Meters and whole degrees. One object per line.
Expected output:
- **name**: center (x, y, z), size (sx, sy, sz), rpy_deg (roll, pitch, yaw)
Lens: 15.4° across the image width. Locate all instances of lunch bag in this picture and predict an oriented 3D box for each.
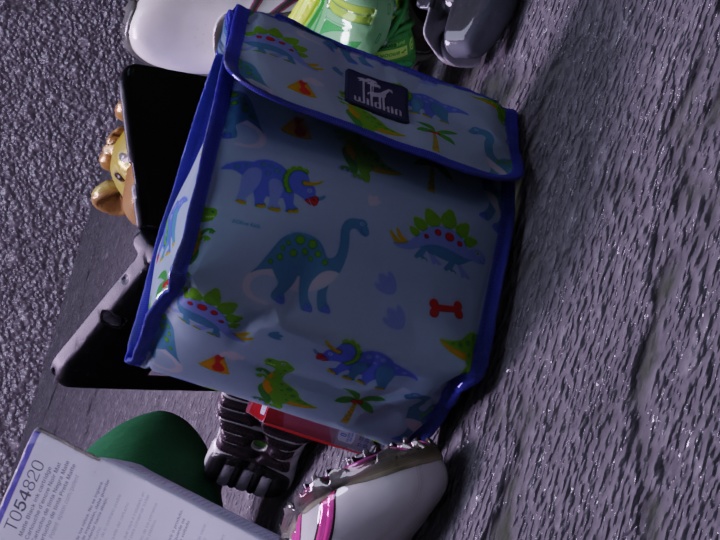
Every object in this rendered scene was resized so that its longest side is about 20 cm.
- **lunch bag**: center (-0.011, -0.031, 1.368), size (0.128, 0.170, 0.200), rpy_deg (124, 163, -54)

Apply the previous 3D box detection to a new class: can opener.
- **can opener**: center (0.083, -0.210, 1.549), size (0.066, 0.053, 0.201), rpy_deg (2, 72, 42)

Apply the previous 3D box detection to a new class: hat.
- **hat**: center (-0.112, 0.106, 1.744), size (0.200, 0.166, 0.176), rpy_deg (8, 63, 58)

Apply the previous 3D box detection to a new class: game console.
- **game console**: center (-0.111, -0.021, 1.698), size (0.176, 0.200, 0.116), rpy_deg (-49, 62, 22)

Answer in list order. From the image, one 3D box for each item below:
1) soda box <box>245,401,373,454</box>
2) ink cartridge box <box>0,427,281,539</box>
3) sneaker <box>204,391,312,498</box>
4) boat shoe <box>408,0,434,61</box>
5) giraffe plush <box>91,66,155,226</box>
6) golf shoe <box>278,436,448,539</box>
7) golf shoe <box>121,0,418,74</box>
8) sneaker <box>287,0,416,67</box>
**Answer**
- **soda box**: center (0.000, 0.000, 1.520), size (0.063, 0.070, 0.201), rpy_deg (-166, 94, -78)
- **ink cartridge box**: center (-0.132, 0.215, 1.481), size (0.200, 0.200, 0.041), rpy_deg (-66, -21, 2)
- **sneaker**: center (-0.047, 0.055, 1.656), size (0.200, 0.075, 0.116), rpy_deg (126, 162, -59)
- **boat shoe**: center (0.053, -0.232, 1.644), size (0.060, 0.072, 0.202), rpy_deg (158, 124, -73)
- **giraffe plush**: center (-0.102, -0.065, 1.875), size (0.200, 0.162, 0.173), rpy_deg (-134, 63, -77)
- **golf shoe**: center (-0.008, 0.158, 1.357), size (0.200, 0.072, 0.092), rpy_deg (-48, 64, 41)
- **golf shoe**: center (-0.056, -0.156, 1.718), size (0.088, 0.199, 0.077), rpy_deg (-94, 3, -66)
- **sneaker**: center (0.010, -0.160, 1.570), size (0.074, 0.084, 0.200), rpy_deg (-24, -28, -35)
